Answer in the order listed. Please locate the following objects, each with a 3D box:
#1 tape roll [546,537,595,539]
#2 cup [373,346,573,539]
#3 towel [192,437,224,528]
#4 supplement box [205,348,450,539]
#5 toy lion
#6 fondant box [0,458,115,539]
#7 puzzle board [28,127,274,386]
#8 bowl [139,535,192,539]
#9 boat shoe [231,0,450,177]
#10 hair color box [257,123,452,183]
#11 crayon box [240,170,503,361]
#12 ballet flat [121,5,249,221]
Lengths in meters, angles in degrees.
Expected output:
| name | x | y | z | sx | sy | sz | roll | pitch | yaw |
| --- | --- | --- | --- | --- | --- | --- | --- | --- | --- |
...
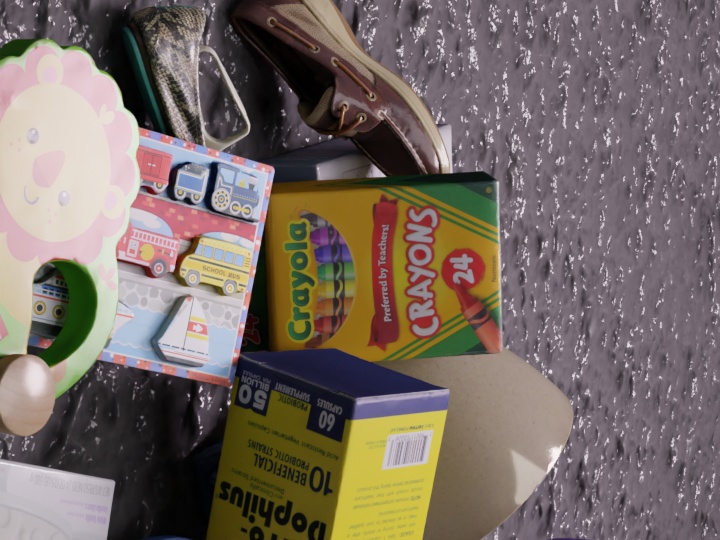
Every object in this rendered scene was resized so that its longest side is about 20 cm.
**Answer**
| name | x | y | z | sx | sy | sz | roll | pitch | yaw |
| --- | --- | --- | --- | --- | --- | --- | --- | --- | --- |
| tape roll | 0.254 | 0.300 | 1.984 | 0.200 | 0.199 | 0.066 | 34 | 63 | -54 |
| cup | 0.040 | 0.112 | 1.656 | 0.143 | 0.200 | 0.201 | 49 | 48 | -16 |
| towel | -0.050 | 0.202 | 1.592 | 0.111 | 0.048 | 0.201 | -32 | 121 | -28 |
| supplement box | -0.028 | 0.165 | 1.480 | 0.109 | 0.108 | 0.201 | -2 | 105 | -51 |
| toy lion | -0.198 | -0.030 | 1.312 | 0.192 | 0.068 | 0.201 | -40 | 122 | -41 |
| fondant box | -0.226 | 0.216 | 1.325 | 0.144 | 0.058 | 0.201 | 20 | 77 | -57 |
| puzzle board | -0.148 | -0.016 | 1.398 | 0.199 | 0.017 | 0.152 | 15 | 82 | -36 |
| bowl | -0.149 | 0.279 | 1.475 | 0.200 | 0.039 | 0.202 | -9 | 101 | -58 |
| boat shoe | -0.018 | -0.124 | 1.578 | 0.200 | 0.072 | 0.072 | 52 | 55 | -10 |
| hair color box | 0.000 | -0.050 | 1.668 | 0.200 | 0.060 | 0.100 | -21 | 110 | -55 |
| crayon box | 0.000 | 0.000 | 1.555 | 0.051 | 0.199 | 0.128 | -127 | -146 | -76 |
| ballet flat | -0.108 | -0.081 | 1.468 | 0.075 | 0.068 | 0.201 | -12 | 105 | -14 |
